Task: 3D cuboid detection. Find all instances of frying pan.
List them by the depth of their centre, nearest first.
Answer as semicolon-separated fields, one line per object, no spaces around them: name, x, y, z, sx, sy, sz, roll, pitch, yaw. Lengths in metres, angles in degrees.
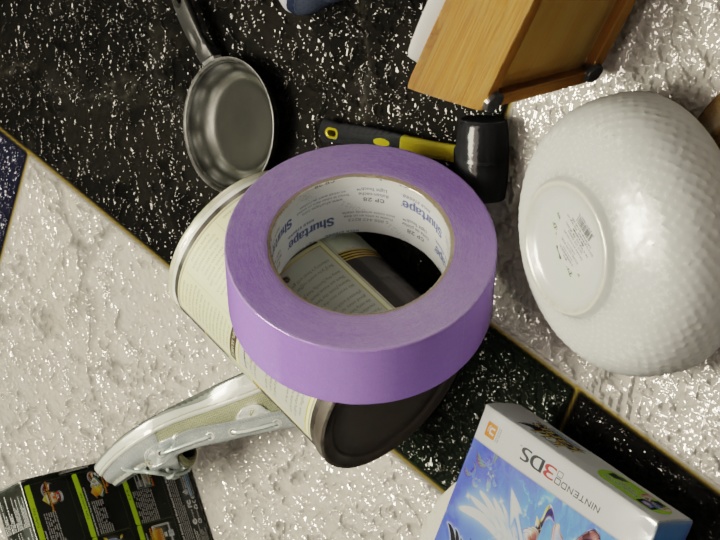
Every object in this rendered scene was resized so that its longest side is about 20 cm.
frying pan;-0.128;-0.150;1.742;0.190;0.031;0.115;53;127;28

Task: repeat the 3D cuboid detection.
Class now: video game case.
video game case;0.129;0.226;1.484;0.181;0.045;0.201;33;109;43

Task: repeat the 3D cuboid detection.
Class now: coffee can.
coffee can;-0.037;0.036;1.607;0.200;0.146;0.147;43;123;30

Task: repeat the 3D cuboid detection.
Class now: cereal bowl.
cereal bowl;0.173;-0.021;1.417;0.200;0.083;0.201;24;119;55

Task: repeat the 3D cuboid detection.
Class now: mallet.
mallet;0.040;-0.088;1.598;0.199;0.041;0.066;4;102;47

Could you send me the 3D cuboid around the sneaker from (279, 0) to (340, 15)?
sneaker;0.018;-0.230;1.568;0.200;0.070;0.109;-38;69;36

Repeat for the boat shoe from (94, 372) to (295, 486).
boat shoe;-0.133;0.139;1.730;0.201;0.074;0.065;-26;86;9

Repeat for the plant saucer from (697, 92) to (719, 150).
plant saucer;0.286;-0.038;1.374;0.199;0.035;0.202;9;103;42

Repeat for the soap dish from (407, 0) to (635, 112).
soap dish;0.131;-0.205;1.394;0.081;0.157;0.201;46;131;25

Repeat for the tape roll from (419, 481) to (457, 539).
tape roll;0.127;0.247;1.564;0.202;0.037;0.204;9;103;41

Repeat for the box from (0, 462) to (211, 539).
box;-0.206;0.264;1.768;0.047;0.193;0.201;-26;79;42

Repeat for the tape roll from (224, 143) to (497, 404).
tape roll;0.000;0.000;1.500;0.200;0.200;0.066;42;150;30
